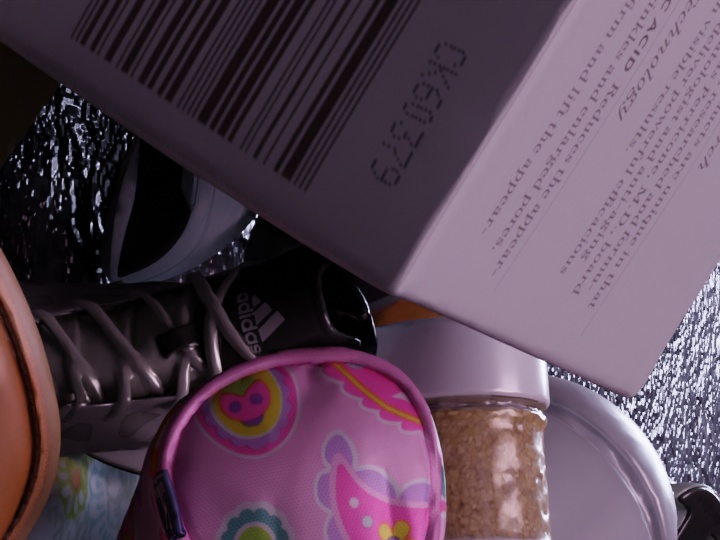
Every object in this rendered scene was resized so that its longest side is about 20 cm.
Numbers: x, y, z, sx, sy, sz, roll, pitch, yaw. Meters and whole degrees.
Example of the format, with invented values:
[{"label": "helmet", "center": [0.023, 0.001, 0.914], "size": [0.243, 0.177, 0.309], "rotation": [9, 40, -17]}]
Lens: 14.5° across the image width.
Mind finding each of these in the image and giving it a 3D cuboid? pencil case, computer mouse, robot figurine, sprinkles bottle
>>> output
[{"label": "pencil case", "center": [-0.028, 0.086, 0.833], "size": [0.200, 0.087, 0.088], "rotation": [119, -20, -71]}, {"label": "computer mouse", "center": [-0.039, -0.072, 0.966], "size": [0.110, 0.044, 0.200], "rotation": [-48, 161, -55]}, {"label": "robot figurine", "center": [0.045, 0.112, 1.048], "size": [0.170, 0.113, 0.200], "rotation": [47, 43, 2]}, {"label": "sprinkles bottle", "center": [0.033, 0.118, 0.928], "size": [0.068, 0.068, 0.200], "rotation": [27, 58, -65]}]

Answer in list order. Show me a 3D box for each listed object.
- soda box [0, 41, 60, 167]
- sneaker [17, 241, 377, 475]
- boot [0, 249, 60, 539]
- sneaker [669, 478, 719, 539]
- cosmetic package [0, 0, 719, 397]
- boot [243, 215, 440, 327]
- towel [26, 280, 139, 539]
[{"label": "soda box", "center": [-0.111, -0.106, 0.864], "size": [0.200, 0.068, 0.064], "rotation": [-61, 145, -49]}, {"label": "sneaker", "center": [-0.072, 0.017, 0.850], "size": [0.200, 0.115, 0.076], "rotation": [0, 67, -51]}, {"label": "boot", "center": [-0.158, 0.078, 0.723], "size": [0.155, 0.077, 0.200], "rotation": [-25, 131, -47]}, {"label": "sneaker", "center": [0.062, 0.161, 1.158], "size": [0.200, 0.088, 0.074], "rotation": [-53, 138, -17]}, {"label": "cosmetic package", "center": [0.029, -0.083, 0.826], "size": [0.165, 0.165, 0.200], "rotation": [-58, 156, 4]}, {"label": "boot", "center": [0.000, 0.000, 1.083], "size": [0.188, 0.068, 0.200], "rotation": [-54, 175, -36]}, {"label": "towel", "center": [-0.093, 0.128, 0.940], "size": [0.200, 0.048, 0.171], "rotation": [-60, 144, -50]}]
